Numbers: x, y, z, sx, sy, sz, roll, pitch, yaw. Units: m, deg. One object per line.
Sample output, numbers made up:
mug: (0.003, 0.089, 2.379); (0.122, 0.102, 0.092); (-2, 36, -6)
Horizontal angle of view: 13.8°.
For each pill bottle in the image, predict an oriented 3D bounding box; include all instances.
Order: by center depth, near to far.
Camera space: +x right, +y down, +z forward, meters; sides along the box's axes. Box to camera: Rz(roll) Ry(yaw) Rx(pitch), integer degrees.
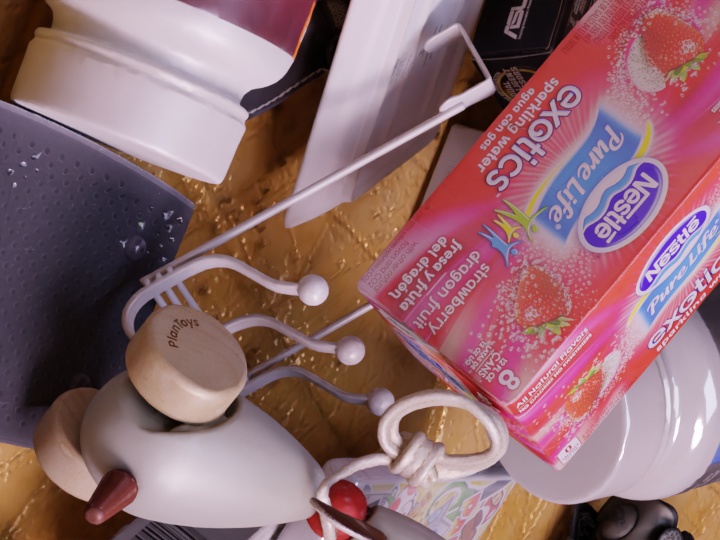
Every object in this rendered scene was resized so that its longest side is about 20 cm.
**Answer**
pill bottle: (-0.065, -0.145, 1.237); (0.114, 0.114, 0.200); (24, 87, -47)
pill bottle: (0.159, 0.049, 1.447); (0.200, 0.114, 0.114); (-12, 112, -44)

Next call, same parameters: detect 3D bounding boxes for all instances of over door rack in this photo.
over door rack: (0.000, 0.000, 1.326); (0.200, 0.067, 0.148); (-40, 155, -6)

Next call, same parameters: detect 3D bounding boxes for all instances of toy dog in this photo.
toy dog: (-0.044, 0.102, 1.229); (0.096, 0.200, 0.132); (-72, 180, -49)

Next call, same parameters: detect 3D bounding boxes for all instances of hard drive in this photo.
hard drive: (-0.166, -0.004, 1.237); (0.200, 0.042, 0.135); (23, 87, -49)

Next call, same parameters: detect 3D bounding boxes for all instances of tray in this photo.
tray: (0.025, -0.105, 1.319); (0.107, 0.022, 0.200); (-37, 156, -40)

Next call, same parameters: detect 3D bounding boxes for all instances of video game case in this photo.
video game case: (-0.018, 0.173, 1.389); (0.200, 0.023, 0.182); (-59, 157, 12)

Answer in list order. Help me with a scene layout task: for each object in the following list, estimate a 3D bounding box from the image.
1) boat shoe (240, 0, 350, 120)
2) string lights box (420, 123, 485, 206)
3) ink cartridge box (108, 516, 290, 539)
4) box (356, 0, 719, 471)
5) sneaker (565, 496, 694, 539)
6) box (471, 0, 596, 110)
boat shoe: (-0.005, -0.133, 1.339); (0.200, 0.065, 0.072); (-41, 130, -28)
string lights box: (0.106, 0.009, 1.507); (0.200, 0.059, 0.103); (25, 85, -47)
ink cartridge box: (-0.077, 0.173, 1.372); (0.109, 0.050, 0.200); (-40, 154, -29)
box: (0.105, -0.026, 1.292); (0.200, 0.095, 0.100); (-49, 154, -5)
sneaker: (0.112, 0.182, 1.567); (0.199, 0.076, 0.114); (-21, 116, -43)
box: (0.126, -0.133, 1.431); (0.161, 0.049, 0.200); (51, 46, -44)
